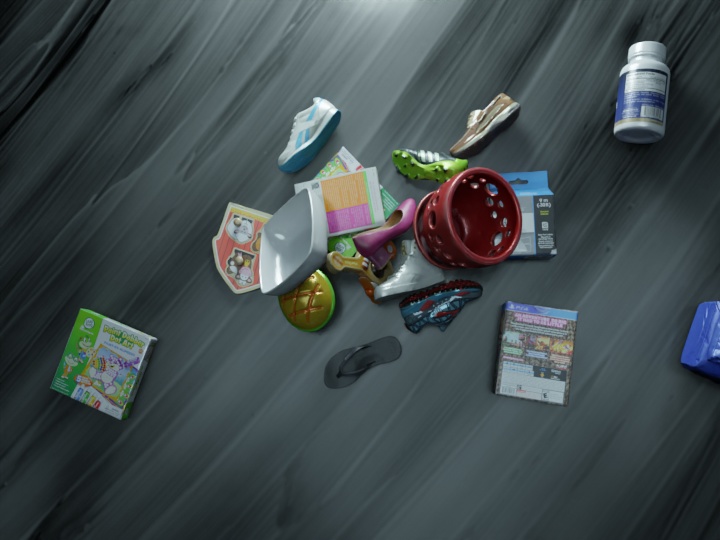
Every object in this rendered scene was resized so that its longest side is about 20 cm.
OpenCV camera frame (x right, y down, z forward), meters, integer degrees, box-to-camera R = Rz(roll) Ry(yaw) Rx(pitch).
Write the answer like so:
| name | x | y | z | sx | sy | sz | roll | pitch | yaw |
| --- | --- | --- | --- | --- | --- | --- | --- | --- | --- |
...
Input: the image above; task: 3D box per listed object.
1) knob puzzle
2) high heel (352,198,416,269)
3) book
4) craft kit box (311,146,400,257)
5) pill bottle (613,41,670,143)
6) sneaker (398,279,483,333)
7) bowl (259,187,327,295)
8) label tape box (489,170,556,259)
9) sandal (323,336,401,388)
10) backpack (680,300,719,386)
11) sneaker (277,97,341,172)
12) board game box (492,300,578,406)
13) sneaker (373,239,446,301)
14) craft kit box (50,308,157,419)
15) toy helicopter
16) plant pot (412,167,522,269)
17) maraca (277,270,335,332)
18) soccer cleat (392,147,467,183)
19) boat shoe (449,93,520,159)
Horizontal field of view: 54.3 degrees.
| name | x | y | z | sx | sy | sz | roll | pitch | yaw |
| --- | --- | --- | --- | --- | --- | --- | --- | --- | --- |
| knob puzzle | -0.268 | -0.044 | 1.678 | 0.212 | 0.030 | 0.227 | -1 | 83 | 6 |
| high heel | 0.057 | -0.107 | 1.551 | 0.096 | 0.067 | 0.203 | 45 | 55 | -25 |
| book | -0.046 | -0.149 | 1.618 | 0.194 | 0.048 | 0.138 | -10 | 86 | 6 |
| craft kit box | -0.039 | -0.150 | 1.660 | 0.200 | 0.048 | 0.198 | 44 | 92 | 9 |
| pill bottle | 0.636 | -0.400 | 1.580 | 0.107 | 0.111 | 0.207 | 8 | 84 | 7 |
| sneaker | 0.189 | 0.085 | 1.601 | 0.194 | 0.079 | 0.098 | -17 | 104 | 3 |
| bowl | -0.139 | -0.053 | 1.538 | 0.198 | 0.073 | 0.205 | -37 | 43 | 37 |
| label tape box | 0.367 | -0.131 | 1.601 | 0.139 | 0.063 | 0.207 | -2 | 83 | 5 |
| sandal | -0.001 | 0.205 | 1.611 | 0.196 | 0.043 | 0.078 | -28 | 81 | 2 |
| backpack | 0.805 | 0.175 | 1.467 | 0.195 | 0.168 | 0.167 | 22 | 92 | 4 |
| sneaker | -0.134 | -0.321 | 1.680 | 0.080 | 0.077 | 0.201 | 38 | 82 | 17 |
| board game box | 0.381 | 0.183 | 1.545 | 0.154 | 0.097 | 0.207 | 8 | 84 | 7 |
| sneaker | 0.096 | -0.006 | 1.577 | 0.196 | 0.073 | 0.119 | -16 | 85 | -35 |
| craft kit box | -0.610 | 0.221 | 1.671 | 0.195 | 0.049 | 0.203 | 19 | 83 | 8 |
| toy helicopter | 0.000 | 0.000 | 1.559 | 0.078 | 0.196 | 0.137 | -22 | 70 | 43 |
| plant pot | 0.224 | -0.099 | 1.522 | 0.195 | 0.182 | 0.207 | 5 | 78 | -23 |
| maraca | -0.137 | 0.047 | 1.616 | 0.137 | 0.107 | 0.201 | -43 | 69 | 7 |
| soccer cleat | 0.159 | -0.245 | 1.622 | 0.197 | 0.069 | 0.080 | 23 | 42 | 39 |
| boat shoe | 0.281 | -0.334 | 1.636 | 0.198 | 0.076 | 0.072 | -38 | 73 | -5 |
